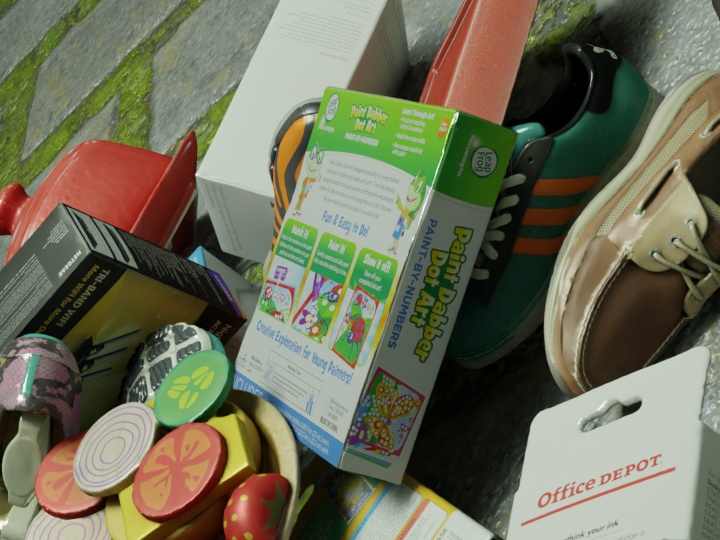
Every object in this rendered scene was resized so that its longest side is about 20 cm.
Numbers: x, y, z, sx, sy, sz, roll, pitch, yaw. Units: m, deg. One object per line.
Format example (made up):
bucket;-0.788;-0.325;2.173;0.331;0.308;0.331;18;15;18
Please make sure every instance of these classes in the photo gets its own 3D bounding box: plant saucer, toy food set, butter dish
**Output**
plant saucer;0.062;-0.109;1.173;0.200;0.036;0.201;116;174;-58
toy food set;-0.120;0.143;1.026;0.199;0.049;0.198;-36;37;10
butter dish;-0.220;-0.020;1.450;0.201;0.147;0.200;-63;-3;-20

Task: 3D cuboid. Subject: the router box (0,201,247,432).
router box;-0.194;0.064;1.212;0.200;0.157;0.052;-47;53;15

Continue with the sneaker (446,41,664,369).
sneaker;0.095;-0.042;1.079;0.201;0.080;0.071;-57;27;-6

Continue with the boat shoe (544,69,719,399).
boat shoe;0.161;-0.020;0.953;0.072;0.076;0.201;7;66;59

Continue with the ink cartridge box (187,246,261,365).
ink cartridge box;-0.150;0.095;1.337;0.200;0.068;0.116;-46;27;14

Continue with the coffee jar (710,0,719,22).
coffee jar;0.238;-0.192;1.019;0.104;0.085;0.201;-34;31;28

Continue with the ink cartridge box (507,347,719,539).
ink cartridge box;0.120;0.145;0.808;0.116;0.068;0.201;-27;37;42

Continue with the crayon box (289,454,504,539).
crayon box;0.007;0.173;0.999;0.126;0.051;0.200;-55;27;-4

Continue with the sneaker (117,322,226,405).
sneaker;-0.119;0.104;1.200;0.200;0.079;0.078;118;151;-46

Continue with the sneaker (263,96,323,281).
sneaker;-0.023;-0.009;1.194;0.201;0.077;0.113;95;174;-46

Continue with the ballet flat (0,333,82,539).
ballet flat;-0.203;0.125;1.156;0.201;0.069;0.071;98;-176;-48

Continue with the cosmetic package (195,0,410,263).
cosmetic package;-0.037;-0.111;1.332;0.081;0.113;0.201;17;63;16

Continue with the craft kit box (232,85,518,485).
craft kit box;0.000;0.000;1.054;0.200;0.048;0.199;24;99;67
